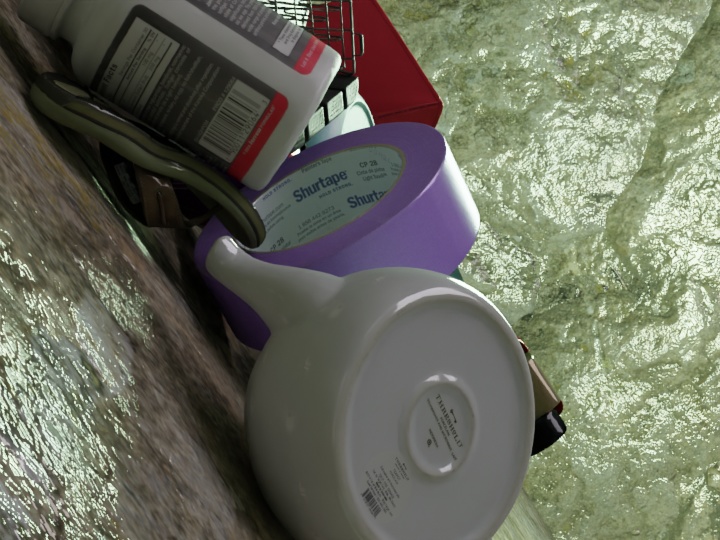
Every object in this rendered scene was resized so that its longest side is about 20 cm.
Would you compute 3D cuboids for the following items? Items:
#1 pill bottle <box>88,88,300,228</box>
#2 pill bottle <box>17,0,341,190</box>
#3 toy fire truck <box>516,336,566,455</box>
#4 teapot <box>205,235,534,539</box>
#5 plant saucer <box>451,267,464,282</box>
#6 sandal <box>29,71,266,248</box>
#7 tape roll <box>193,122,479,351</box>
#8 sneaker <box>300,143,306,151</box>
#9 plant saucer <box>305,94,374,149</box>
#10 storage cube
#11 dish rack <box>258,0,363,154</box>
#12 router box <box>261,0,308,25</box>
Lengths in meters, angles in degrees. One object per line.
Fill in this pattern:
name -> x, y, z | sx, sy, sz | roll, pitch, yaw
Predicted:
pill bottle -> -0.132, -0.121, 1.225 | 0.113, 0.112, 0.200 | 60, 5, 38
pill bottle -> -0.122, -0.150, 1.071 | 0.200, 0.111, 0.111 | 32, 8, -7
toy fire truck -> 0.094, 0.144, 1.443 | 0.129, 0.176, 0.200 | 56, 3, -5
teapot -> 0.002, 0.092, 0.979 | 0.197, 0.201, 0.146 | 11, -6, -41
plant saucer -> 0.000, 0.000, 1.327 | 0.200, 0.036, 0.200 | 32, -32, 23
sandal -> -0.145, -0.064, 1.065 | 0.201, 0.057, 0.080 | 31, 1, -39
tape roll -> -0.017, -0.027, 1.156 | 0.066, 0.200, 0.200 | 62, 2, -26
sneaker -> -0.099, -0.121, 1.487 | 0.200, 0.099, 0.070 | 51, -29, 44
plant saucer -> -0.011, -0.078, 1.471 | 0.200, 0.027, 0.201 | -1, 90, -75
storage cube -> -0.045, -0.170, 1.748 | 0.200, 0.179, 0.171 | 59, -30, 27
dish rack -> -0.048, -0.193, 1.180 | 0.153, 0.054, 0.201 | -49, 141, -57
router box -> -0.155, -0.224, 1.255 | 0.150, 0.199, 0.062 | 49, 54, -69
